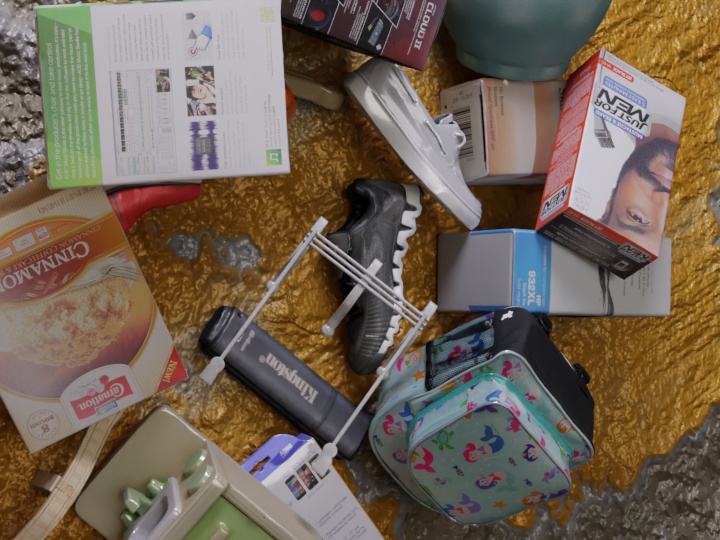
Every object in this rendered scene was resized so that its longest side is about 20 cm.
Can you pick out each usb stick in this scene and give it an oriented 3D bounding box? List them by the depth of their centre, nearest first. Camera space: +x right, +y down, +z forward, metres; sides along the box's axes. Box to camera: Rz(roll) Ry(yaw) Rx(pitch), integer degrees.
[{"bbox_3d":[-0.070,0.110,1.467,0.200,0.033,0.056,41,71,-21],"label":"usb stick"}]

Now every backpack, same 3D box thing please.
[{"bbox_3d":[0.110,0.151,1.464,0.178,0.199,0.151,50,35,-27],"label":"backpack"}]

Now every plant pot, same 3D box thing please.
[{"bbox_3d":[0.160,-0.272,1.534,0.198,0.200,0.136,-9,119,-28],"label":"plant pot"}]

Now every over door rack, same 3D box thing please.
[{"bbox_3d":[-0.041,0.071,1.418,0.147,0.067,0.201,36,70,0],"label":"over door rack"}]

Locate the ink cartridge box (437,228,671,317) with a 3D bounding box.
[{"bbox_3d":[0.197,0.005,1.553,0.198,0.145,0.085,2,87,-28],"label":"ink cartridge box"}]

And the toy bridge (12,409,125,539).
[{"bbox_3d":[-0.267,0.191,1.337,0.027,0.067,0.201,40,71,-21],"label":"toy bridge"}]

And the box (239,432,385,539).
[{"bbox_3d":[-0.054,0.254,1.461,0.119,0.041,0.201,-39,104,-17],"label":"box"}]

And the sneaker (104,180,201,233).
[{"bbox_3d":[-0.235,-0.044,1.368,0.198,0.077,0.086,-16,102,-17],"label":"sneaker"}]

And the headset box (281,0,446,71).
[{"bbox_3d":[-0.028,-0.253,1.409,0.198,0.148,0.076,15,98,-38],"label":"headset box"}]

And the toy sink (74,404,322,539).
[{"bbox_3d":[-0.141,0.238,1.349,0.200,0.112,0.131,43,90,-15],"label":"toy sink"}]

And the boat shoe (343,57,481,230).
[{"bbox_3d":[0.066,-0.130,1.502,0.068,0.072,0.200,-40,101,0],"label":"boat shoe"}]

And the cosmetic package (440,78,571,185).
[{"bbox_3d":[0.189,-0.144,1.587,0.198,0.087,0.105,-4,89,-29],"label":"cosmetic package"}]

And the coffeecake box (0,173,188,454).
[{"bbox_3d":[-0.258,0.030,1.301,0.152,0.073,0.202,-26,113,-9],"label":"coffeecake box"}]

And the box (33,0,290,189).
[{"bbox_3d":[-0.159,-0.145,1.226,0.197,0.036,0.146,-4,99,-12],"label":"box"}]

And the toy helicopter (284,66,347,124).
[{"bbox_3d":[-0.084,-0.182,1.427,0.199,0.132,0.080,11,113,-45],"label":"toy helicopter"}]

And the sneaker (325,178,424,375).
[{"bbox_3d":[0.000,0.000,1.494,0.090,0.066,0.202,17,76,-24],"label":"sneaker"}]

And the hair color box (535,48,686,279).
[{"bbox_3d":[0.249,-0.106,1.497,0.110,0.064,0.202,27,58,-17],"label":"hair color box"}]
